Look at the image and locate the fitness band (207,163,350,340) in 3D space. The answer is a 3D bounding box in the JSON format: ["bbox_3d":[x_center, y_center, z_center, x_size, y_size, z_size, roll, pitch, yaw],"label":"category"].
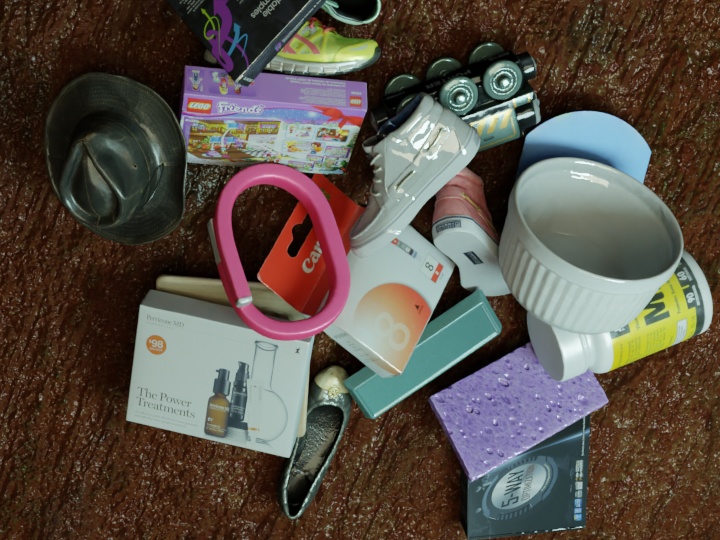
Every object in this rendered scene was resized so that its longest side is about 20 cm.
[{"bbox_3d":[-0.088,-0.022,1.519,0.142,0.037,0.202,-12,75,-22],"label":"fitness band"}]

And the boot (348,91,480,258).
[{"bbox_3d":[0.033,-0.109,1.511,0.095,0.074,0.200,37,111,-21],"label":"boot"}]

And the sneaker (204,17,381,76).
[{"bbox_3d":[-0.074,-0.258,1.480,0.197,0.078,0.092,7,100,11],"label":"sneaker"}]

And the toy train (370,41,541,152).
[{"bbox_3d":[0.111,-0.179,1.560,0.198,0.085,0.115,-21,123,-4],"label":"toy train"}]

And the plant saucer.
[{"bbox_3d":[0.077,0.104,1.635,0.199,0.019,0.070,-35,126,-1],"label":"plant saucer"}]

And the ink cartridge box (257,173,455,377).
[{"bbox_3d":[0.000,0.000,1.573,0.200,0.050,0.163,40,61,-21],"label":"ink cartridge box"}]

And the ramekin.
[{"bbox_3d":[0.247,-0.022,1.528,0.198,0.202,0.106,9,133,-12],"label":"ramekin"}]

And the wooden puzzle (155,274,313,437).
[{"bbox_3d":[-0.150,0.097,1.617,0.183,0.046,0.202,5,113,2],"label":"wooden puzzle"}]

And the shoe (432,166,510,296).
[{"bbox_3d":[0.135,-0.045,1.598,0.071,0.092,0.200,-10,153,21],"label":"shoe"}]

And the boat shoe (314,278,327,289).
[{"bbox_3d":[0.018,0.064,1.632,0.200,0.063,0.073,39,99,-19],"label":"boat shoe"}]

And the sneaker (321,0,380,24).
[{"bbox_3d":[-0.058,-0.332,1.456,0.199,0.118,0.074,29,103,-16],"label":"sneaker"}]

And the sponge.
[{"bbox_3d":[0.190,0.158,1.658,0.198,0.030,0.112,-27,79,-14],"label":"sponge"}]

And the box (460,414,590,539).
[{"bbox_3d":[0.207,0.234,1.731,0.158,0.044,0.203,-3,109,-8],"label":"box"}]

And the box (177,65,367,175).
[{"bbox_3d":[-0.101,-0.162,1.506,0.197,0.040,0.137,4,153,-11],"label":"box"}]

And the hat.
[{"bbox_3d":[-0.282,-0.108,1.484,0.198,0.081,0.203,10,117,19],"label":"hat"}]

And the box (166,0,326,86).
[{"bbox_3d":[-0.136,-0.313,1.432,0.143,0.036,0.200,-44,73,14],"label":"box"}]

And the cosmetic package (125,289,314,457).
[{"bbox_3d":[-0.161,0.118,1.569,0.197,0.052,0.153,12,111,3],"label":"cosmetic package"}]

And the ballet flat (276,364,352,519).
[{"bbox_3d":[-0.052,0.211,1.675,0.066,0.057,0.202,13,106,-14],"label":"ballet flat"}]

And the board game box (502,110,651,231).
[{"bbox_3d":[0.250,-0.095,1.628,0.156,0.039,0.202,8,107,-12],"label":"board game box"}]

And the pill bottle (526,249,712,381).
[{"bbox_3d":[0.306,0.054,1.631,0.198,0.114,0.116,-21,111,-14],"label":"pill bottle"}]
